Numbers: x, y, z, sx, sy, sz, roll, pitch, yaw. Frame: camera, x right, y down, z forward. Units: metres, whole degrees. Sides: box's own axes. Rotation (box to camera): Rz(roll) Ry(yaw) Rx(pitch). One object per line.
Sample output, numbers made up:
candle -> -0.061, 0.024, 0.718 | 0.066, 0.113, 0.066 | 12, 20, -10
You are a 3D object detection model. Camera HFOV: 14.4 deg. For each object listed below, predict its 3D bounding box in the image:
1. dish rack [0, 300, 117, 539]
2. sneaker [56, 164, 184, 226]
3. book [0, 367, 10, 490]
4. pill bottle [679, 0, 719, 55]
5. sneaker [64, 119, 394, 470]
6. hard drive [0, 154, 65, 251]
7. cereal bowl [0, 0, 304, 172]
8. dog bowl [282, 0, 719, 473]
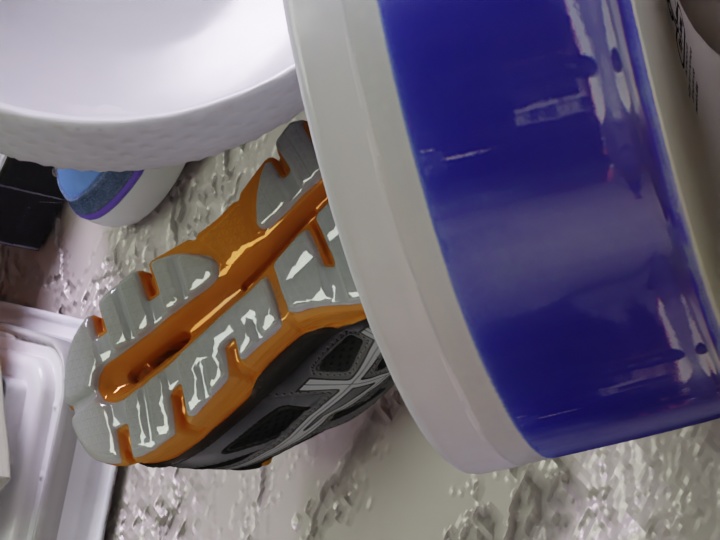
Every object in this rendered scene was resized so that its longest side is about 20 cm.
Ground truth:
dish rack -> -0.160, 0.110, 1.111 | 0.172, 0.044, 0.200 | 9, 87, 57
sneaker -> -0.123, -0.104, 1.009 | 0.081, 0.146, 0.200 | -112, 35, -43
book -> -0.189, 0.030, 1.110 | 0.134, 0.048, 0.200 | -48, 44, 40
pill bottle -> 0.160, -0.050, 0.630 | 0.200, 0.113, 0.113 | 45, 117, 52
sneaker -> 0.000, 0.000, 0.890 | 0.200, 0.077, 0.078 | -32, 57, 25
hard drive -> -0.125, -0.127, 1.139 | 0.200, 0.038, 0.140 | -62, 37, 23
cereal bowl -> -0.075, -0.116, 0.883 | 0.083, 0.200, 0.200 | 94, 173, -68
dog bowl -> 0.044, -0.054, 0.722 | 0.079, 0.200, 0.200 | -12, 64, 13
